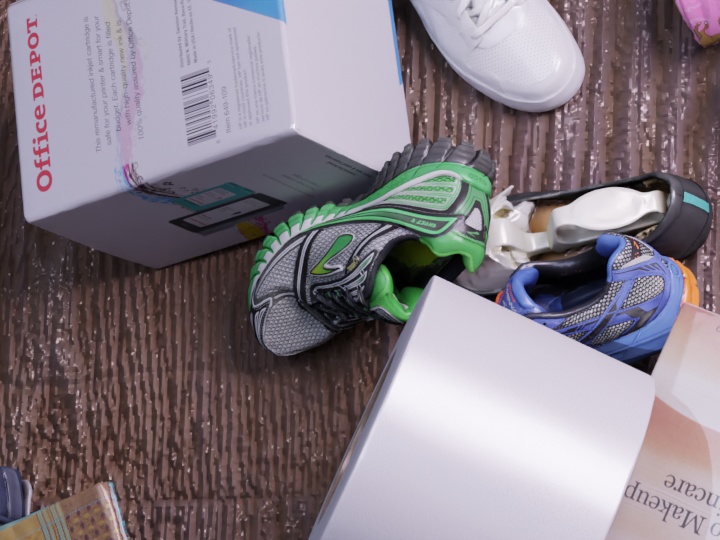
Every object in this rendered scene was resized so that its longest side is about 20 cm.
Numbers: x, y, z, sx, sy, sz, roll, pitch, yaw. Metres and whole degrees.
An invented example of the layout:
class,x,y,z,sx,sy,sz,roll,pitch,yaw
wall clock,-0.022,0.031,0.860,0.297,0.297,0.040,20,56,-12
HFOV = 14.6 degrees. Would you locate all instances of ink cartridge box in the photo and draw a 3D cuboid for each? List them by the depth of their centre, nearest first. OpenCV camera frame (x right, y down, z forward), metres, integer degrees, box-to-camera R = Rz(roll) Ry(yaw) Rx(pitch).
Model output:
class,x,y,z,sx,sy,sz,roll,pitch,yaw
ink cartridge box,-0.093,-0.107,1.726,0.199,0.146,0.148,-16,70,28

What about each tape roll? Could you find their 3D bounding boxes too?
class,x,y,z,sx,sy,sz,roll,pitch,yaw
tape roll,0.060,0.121,1.554,0.139,0.203,0.204,25,85,-1

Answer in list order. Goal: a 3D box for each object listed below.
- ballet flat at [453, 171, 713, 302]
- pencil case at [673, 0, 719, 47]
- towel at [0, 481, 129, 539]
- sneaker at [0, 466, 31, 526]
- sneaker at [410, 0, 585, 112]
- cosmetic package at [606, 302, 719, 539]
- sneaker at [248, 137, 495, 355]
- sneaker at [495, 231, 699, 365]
class,x,y,z,sx,sy,sz,roll,pitch,yaw
ballet flat,0.111,-0.024,1.683,0.199,0.068,0.068,-16,69,17
pencil case,0.273,-0.201,1.662,0.199,0.083,0.087,-19,42,16
towel,-0.203,0.226,1.677,0.199,0.022,0.147,-26,76,28
sneaker,-0.199,0.195,1.740,0.201,0.077,0.147,1,79,22
sneaker,0.052,-0.184,1.725,0.074,0.116,0.200,-44,66,3
cosmetic package,0.195,0.133,1.598,0.103,0.087,0.201,21,84,23
sneaker,0.000,0.000,1.679,0.200,0.078,0.086,-37,38,40
sneaker,0.097,0.033,1.655,0.199,0.078,0.076,-31,42,15
